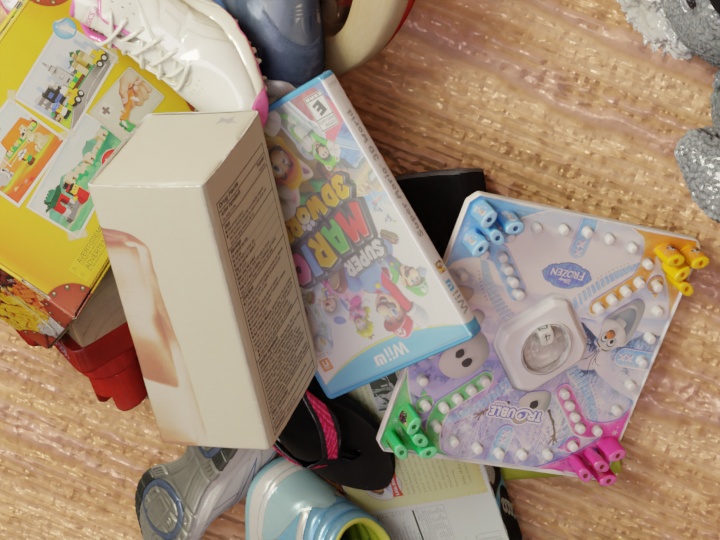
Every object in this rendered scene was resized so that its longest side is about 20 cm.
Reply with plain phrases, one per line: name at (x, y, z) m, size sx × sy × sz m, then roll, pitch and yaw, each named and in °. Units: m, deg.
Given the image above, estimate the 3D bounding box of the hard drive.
hard drive at (0.000, 0.000, 1.431) m, size 0.198 × 0.042 × 0.136 m, roll -14°, pitch 66°, yaw 17°

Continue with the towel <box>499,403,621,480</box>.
towel at (0.096, 0.121, 1.498) m, size 0.198 × 0.018 × 0.087 m, roll -5°, pitch 111°, yaw 13°

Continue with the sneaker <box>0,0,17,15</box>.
sneaker at (-0.200, -0.165, 1.438) m, size 0.087 × 0.081 × 0.202 m, roll -13°, pitch 104°, yaw 17°

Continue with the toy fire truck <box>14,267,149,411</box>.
toy fire truck at (-0.196, 0.038, 1.477) m, size 0.128 × 0.176 × 0.201 m, roll -31°, pitch 129°, yaw -19°

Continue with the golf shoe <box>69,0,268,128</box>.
golf shoe at (-0.141, -0.160, 1.306) m, size 0.200 × 0.091 × 0.075 m, roll 52°, pitch 143°, yaw 13°

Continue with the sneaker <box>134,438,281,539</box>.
sneaker at (-0.107, 0.159, 1.518) m, size 0.200 × 0.087 × 0.075 m, roll -52°, pitch 55°, yaw 36°

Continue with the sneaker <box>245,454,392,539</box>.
sneaker at (-0.027, 0.252, 1.493) m, size 0.130 × 0.079 × 0.202 m, roll 28°, pitch 132°, yaw 43°

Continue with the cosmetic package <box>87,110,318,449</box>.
cosmetic package at (-0.100, 0.007, 1.293) m, size 0.086 × 0.104 × 0.202 m, roll 1°, pitch 121°, yaw 22°

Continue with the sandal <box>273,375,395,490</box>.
sandal at (-0.049, 0.102, 1.418) m, size 0.075 × 0.045 × 0.200 m, roll -23°, pitch 124°, yaw 30°

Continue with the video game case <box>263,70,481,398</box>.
video game case at (-0.021, -0.020, 1.342) m, size 0.143 × 0.018 × 0.201 m, roll -25°, pitch 99°, yaw 40°

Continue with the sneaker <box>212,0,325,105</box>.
sneaker at (-0.104, -0.167, 1.391) m, size 0.199 × 0.080 × 0.148 m, roll 23°, pitch 121°, yaw 39°

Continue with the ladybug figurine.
ladybug figurine at (-0.002, -0.228, 1.356) m, size 0.136 × 0.072 × 0.201 m, roll 49°, pitch 140°, yaw 27°

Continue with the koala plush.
koala plush at (0.270, -0.153, 1.316) m, size 0.177 × 0.183 × 0.201 m, roll -39°, pitch 75°, yaw 21°

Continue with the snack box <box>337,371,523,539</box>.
snack box at (0.039, 0.139, 1.480) m, size 0.115 × 0.037 × 0.202 m, roll -11°, pitch 114°, yaw 19°

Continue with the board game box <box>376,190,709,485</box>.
board game box at (0.131, 0.056, 1.395) m, size 0.198 × 0.026 × 0.202 m, roll 10°, pitch 111°, yaw -28°

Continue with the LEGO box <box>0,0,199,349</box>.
LEGO box at (-0.213, -0.075, 1.332) m, size 0.148 × 0.201 × 0.077 m, roll 34°, pitch 154°, yaw -9°
